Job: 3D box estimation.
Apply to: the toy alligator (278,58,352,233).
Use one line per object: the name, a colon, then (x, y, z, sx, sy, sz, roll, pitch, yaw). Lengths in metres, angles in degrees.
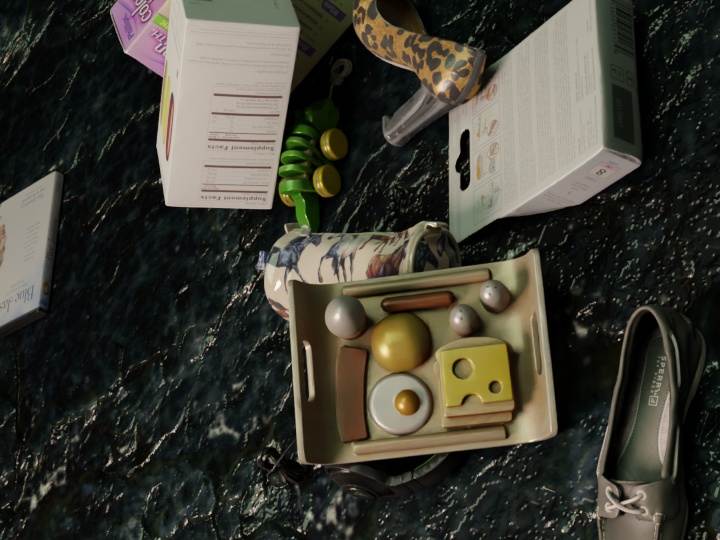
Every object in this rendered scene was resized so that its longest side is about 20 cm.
toy alligator: (-0.049, -0.131, 1.277, 0.059, 0.054, 0.202, -10, 62, 40)

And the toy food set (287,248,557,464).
toy food set: (0.046, 0.065, 0.996, 0.198, 0.060, 0.145, -7, 75, 9)

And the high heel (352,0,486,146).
high heel: (0.059, -0.231, 1.192, 0.142, 0.071, 0.202, -33, 60, 50)

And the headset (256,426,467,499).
headset: (0.007, 0.136, 1.078, 0.198, 0.094, 0.125, -18, 56, 19)

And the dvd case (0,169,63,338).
dvd case: (-0.426, -0.013, 1.609, 0.142, 0.017, 0.202, -24, 53, 33)

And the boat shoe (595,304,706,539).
boat shoe: (0.191, 0.121, 0.897, 0.066, 0.057, 0.202, -4, 65, 43)

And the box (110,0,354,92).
box: (-0.122, -0.273, 1.334, 0.200, 0.175, 0.097, -47, 39, 15)

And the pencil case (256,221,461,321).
pencil case: (0.000, 0.000, 1.134, 0.199, 0.077, 0.091, -2, 101, 45)

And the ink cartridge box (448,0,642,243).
ink cartridge box: (0.151, -0.122, 1.098, 0.200, 0.057, 0.164, -39, 42, 52)

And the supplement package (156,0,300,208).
supplement package: (-0.132, -0.173, 1.263, 0.114, 0.108, 0.202, -110, 26, -52)
